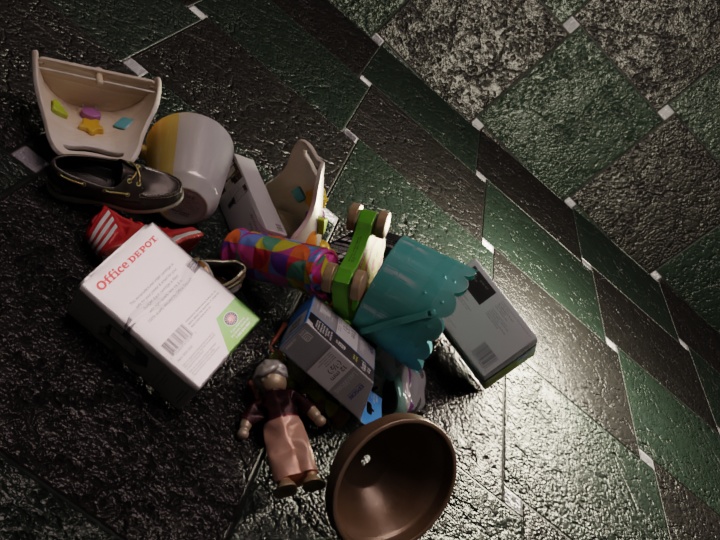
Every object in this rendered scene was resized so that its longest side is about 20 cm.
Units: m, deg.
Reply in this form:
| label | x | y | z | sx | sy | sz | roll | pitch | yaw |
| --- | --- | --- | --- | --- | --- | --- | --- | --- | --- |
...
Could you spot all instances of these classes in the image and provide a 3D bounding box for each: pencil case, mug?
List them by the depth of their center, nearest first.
| label | x | y | z | sx | sy | sz | roll | pitch | yaw |
| --- | --- | --- | --- | --- | --- | --- | --- | --- | --- |
| pencil case | -0.133 | -0.012 | 1.388 | 0.200 | 0.088 | 0.088 | 16 | 11 | 29 |
| mug | -0.307 | -0.153 | 1.420 | 0.149 | 0.186 | 0.153 | 65 | 15 | -45 |

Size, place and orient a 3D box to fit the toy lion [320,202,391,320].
| label | x | y | z | sx | sy | sz | roll | pitch | yaw |
| --- | --- | --- | --- | --- | --- | --- | --- | --- | --- |
| toy lion | 0.000 | 0.000 | 1.402 | 0.069 | 0.192 | 0.200 | 14 | 56 | 11 |

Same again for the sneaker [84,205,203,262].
| label | x | y | z | sx | sy | sz | roll | pitch | yaw |
| --- | --- | --- | --- | --- | --- | --- | --- | --- | --- |
| sneaker | -0.328 | -0.061 | 1.276 | 0.116 | 0.078 | 0.200 | 48 | 24 | 6 |

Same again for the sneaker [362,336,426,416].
| label | x | y | z | sx | sy | sz | roll | pitch | yaw |
| --- | --- | --- | --- | --- | --- | --- | --- | --- | --- |
| sneaker | 0.061 | 0.169 | 1.503 | 0.140 | 0.078 | 0.200 | 15 | 52 | -51 |

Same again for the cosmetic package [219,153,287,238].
| label | x | y | z | sx | sy | sz | roll | pitch | yaw |
| --- | --- | --- | --- | --- | --- | --- | --- | --- | --- |
| cosmetic package | -0.204 | -0.112 | 1.532 | 0.051 | 0.083 | 0.200 | 14 | 38 | -43 |

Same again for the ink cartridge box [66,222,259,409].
| label | x | y | z | sx | sy | sz | roll | pitch | yaw |
| --- | --- | --- | --- | --- | --- | --- | --- | --- | --- |
| ink cartridge box | -0.259 | 0.059 | 1.127 | 0.200 | 0.084 | 0.146 | 42 | 50 | -4 |

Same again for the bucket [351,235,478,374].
| label | x | y | z | sx | sy | sz | roll | pitch | yaw |
| --- | --- | --- | --- | --- | --- | --- | --- | --- | --- |
| bucket | 0.085 | 0.052 | 1.381 | 0.135 | 0.207 | 0.207 | 30 | 24 | 8 |

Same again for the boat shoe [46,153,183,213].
| label | x | y | z | sx | sy | sz | roll | pitch | yaw |
| --- | --- | --- | --- | --- | --- | --- | --- | --- | --- |
| boat shoe | -0.361 | -0.132 | 1.269 | 0.201 | 0.061 | 0.072 | 3 | 59 | -21 |

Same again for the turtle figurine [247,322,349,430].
| label | x | y | z | sx | sy | sz | roll | pitch | yaw |
| --- | --- | --- | --- | --- | --- | --- | --- | --- | --- |
| turtle figurine | -0.082 | 0.163 | 1.310 | 0.161 | 0.064 | 0.200 | 36 | 26 | -16 |

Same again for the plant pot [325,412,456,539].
| label | x | y | z | sx | sy | sz | roll | pitch | yaw |
| --- | --- | --- | --- | --- | --- | --- | --- | --- | --- |
| plant pot | 0.028 | 0.284 | 1.187 | 0.201 | 0.201 | 0.093 | 26 | 0 | -34 |

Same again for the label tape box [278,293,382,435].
| label | x | y | z | sx | sy | sz | roll | pitch | yaw |
| --- | --- | --- | --- | --- | --- | --- | --- | --- | --- |
| label tape box | -0.023 | 0.139 | 1.280 | 0.200 | 0.066 | 0.143 | 41 | 12 | -8 |

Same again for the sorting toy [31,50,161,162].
| label | x | y | z | sx | sy | sz | roll | pitch | yaw |
| --- | --- | --- | --- | --- | --- | --- | --- | --- | --- |
| sorting toy | -0.421 | -0.235 | 1.338 | 0.200 | 0.107 | 0.180 | 8 | 45 | -25 |

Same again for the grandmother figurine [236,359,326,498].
| label | x | y | z | sx | sy | sz | roll | pitch | yaw |
| --- | --- | --- | --- | --- | --- | --- | --- | --- | --- |
| grandmother figurine | -0.112 | 0.211 | 1.176 | 0.121 | 0.061 | 0.200 | -2 | 53 | -20 |

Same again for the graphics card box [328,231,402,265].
| label | x | y | z | sx | sy | sz | roll | pitch | yaw |
| --- | --- | --- | --- | --- | --- | --- | --- | --- | --- |
| graphics card box | -0.005 | -0.020 | 1.589 | 0.125 | 0.051 | 0.200 | 18 | 32 | 34 |

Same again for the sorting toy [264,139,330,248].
| label | x | y | z | sx | sy | sz | roll | pitch | yaw |
| --- | --- | --- | --- | --- | --- | --- | --- | --- | --- |
| sorting toy | -0.104 | -0.133 | 1.537 | 0.107 | 0.180 | 0.200 | -1 | 34 | -24 |

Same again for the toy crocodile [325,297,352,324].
| label | x | y | z | sx | sy | sz | roll | pitch | yaw |
| --- | --- | --- | --- | --- | --- | --- | --- | --- | --- |
| toy crocodile | -0.033 | 0.069 | 1.526 | 0.068 | 0.062 | 0.200 | 42 | 25 | 7 |

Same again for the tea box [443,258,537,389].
| label | x | y | z | sx | sy | sz | roll | pitch | yaw |
| --- | --- | --- | --- | --- | --- | --- | --- | --- | --- |
| tea box | 0.241 | 0.112 | 1.701 | 0.200 | 0.134 | 0.197 | 54 | 0 | 19 |

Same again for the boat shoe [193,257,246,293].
| label | x | y | z | sx | sy | sz | roll | pitch | yaw |
| --- | --- | --- | --- | --- | --- | --- | --- | --- | --- |
| boat shoe | -0.253 | 0.013 | 1.282 | 0.075 | 0.068 | 0.200 | 52 | 26 | 16 |
